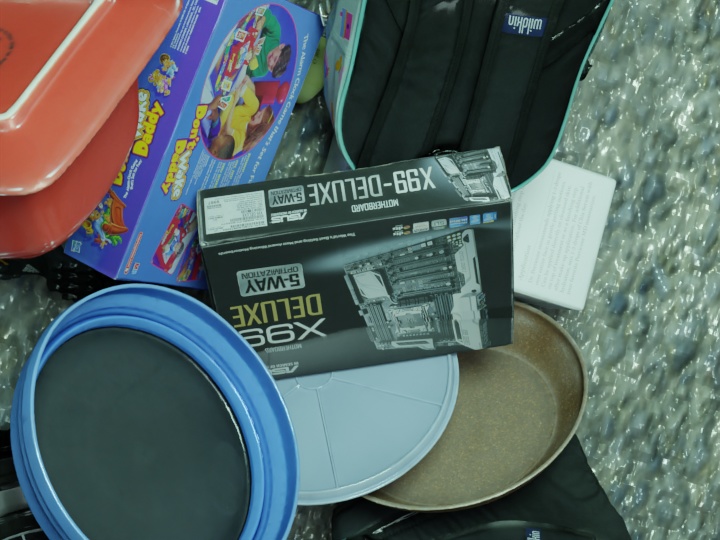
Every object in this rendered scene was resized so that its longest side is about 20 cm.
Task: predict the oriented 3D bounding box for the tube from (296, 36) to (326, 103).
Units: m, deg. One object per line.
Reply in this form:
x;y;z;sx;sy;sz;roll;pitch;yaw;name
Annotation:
-0.108;-0.175;1.230;0.199;0.058;0.052;25;104;-33;tube

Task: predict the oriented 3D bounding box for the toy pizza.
-0.031;0.080;1.250;0.198;0.032;0.201;-3;52;4;toy pizza

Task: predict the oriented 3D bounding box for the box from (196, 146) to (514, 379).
0.000;0.000;1.189;0.198;0.158;0.050;-8;52;-2;box

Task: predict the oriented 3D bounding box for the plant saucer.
0.062;0.099;1.266;0.199;0.201;0.037;-28;134;-12;plant saucer

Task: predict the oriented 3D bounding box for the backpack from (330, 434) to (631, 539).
0.079;0.203;1.270;0.199;0.167;0.127;-18;132;-10;backpack

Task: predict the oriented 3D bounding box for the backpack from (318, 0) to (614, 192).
0.060;-0.152;1.186;0.174;0.153;0.201;5;111;-17;backpack

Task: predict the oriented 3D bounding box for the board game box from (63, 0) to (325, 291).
-0.103;-0.090;1.168;0.045;0.134;0.201;25;96;24;board game box

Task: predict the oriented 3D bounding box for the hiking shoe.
-0.237;-0.041;1.234;0.199;0.074;0.087;19;58;-9;hiking shoe

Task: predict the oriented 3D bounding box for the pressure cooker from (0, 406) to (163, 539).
-0.176;0.194;1.193;0.178;0.175;0.201;-20;98;-33;pressure cooker

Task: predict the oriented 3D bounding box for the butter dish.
-0.213;-0.071;1.068;0.198;0.201;0.149;7;134;20;butter dish

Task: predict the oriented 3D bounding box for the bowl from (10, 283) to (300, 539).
-0.126;0.108;1.111;0.200;0.039;0.202;23;52;-34;bowl

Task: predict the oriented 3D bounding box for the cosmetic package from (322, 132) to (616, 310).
0.073;-0.045;1.304;0.199;0.071;0.102;17;86;-15;cosmetic package
